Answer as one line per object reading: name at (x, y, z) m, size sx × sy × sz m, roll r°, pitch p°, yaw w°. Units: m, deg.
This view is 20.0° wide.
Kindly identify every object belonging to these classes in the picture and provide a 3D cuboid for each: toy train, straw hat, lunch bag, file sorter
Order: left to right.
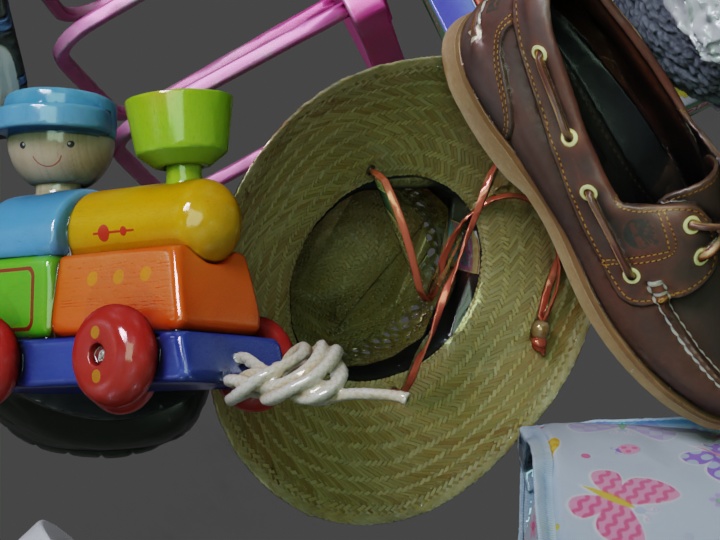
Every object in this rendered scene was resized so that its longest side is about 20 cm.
file sorter at (-0.081, -0.146, 0.849) m, size 0.125 × 0.139 × 0.201 m, roll -27°, pitch 79°, yaw 1°
toy train at (-0.057, -0.011, 0.700) m, size 0.199 × 0.084 × 0.117 m, roll -5°, pitch 83°, yaw 41°
straw hat at (0.000, 0.000, 0.842) m, size 0.085 × 0.201 × 0.202 m, roll 21°, pitch 77°, yaw 52°
lunch bag at (0.146, 0.143, 0.790) m, size 0.168 × 0.128 × 0.201 m, roll 0°, pitch 46°, yaw -1°

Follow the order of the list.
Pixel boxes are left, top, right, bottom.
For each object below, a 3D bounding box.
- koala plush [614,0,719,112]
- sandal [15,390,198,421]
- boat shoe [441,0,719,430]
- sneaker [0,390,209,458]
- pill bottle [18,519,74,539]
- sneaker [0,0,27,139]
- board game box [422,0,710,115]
koala plush at (0.133, -0.152, 0.807) m, size 0.182 × 0.177 × 0.202 m, roll -19°, pitch 79°, yaw 11°
sandal at (-0.142, 0.004, 0.795) m, size 0.199 × 0.048 × 0.076 m, roll 23°, pitch 80°, yaw -17°
boat shoe at (0.109, -0.026, 0.782) m, size 0.200 × 0.070 × 0.070 m, roll 51°, pitch 54°, yaw -10°
sneaker at (-0.158, 0.020, 0.852) m, size 0.199 × 0.091 × 0.076 m, roll 21°, pitch 79°, yaw 6°
pill bottle at (-0.165, 0.196, 0.787) m, size 0.200 × 0.112 × 0.112 m, roll -45°, pitch 80°, yaw -4°
sneaker at (-0.180, -0.076, 0.810) m, size 0.076 × 0.200 × 0.076 m, roll -8°, pitch 71°, yaw -22°
board game box at (0.086, -0.150, 0.901) m, size 0.134 × 0.029 × 0.201 m, roll -25°, pitch 79°, yaw -2°
